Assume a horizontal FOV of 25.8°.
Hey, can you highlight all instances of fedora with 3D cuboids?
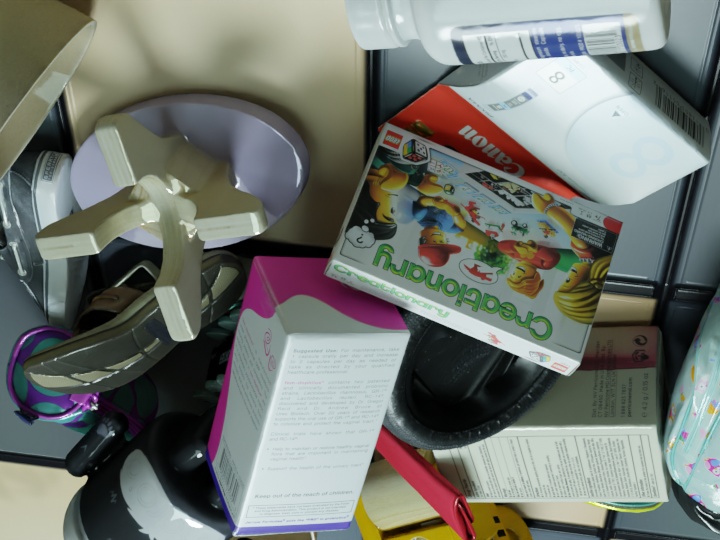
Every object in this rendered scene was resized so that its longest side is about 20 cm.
[{"bbox_3d":[0.083,0.045,1.285,0.200,0.092,0.201,-14,124,-21],"label":"fedora"}]

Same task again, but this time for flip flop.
[{"bbox_3d":[-0.188,0.037,1.300,0.200,0.058,0.081,-34,147,4],"label":"flip flop"}]

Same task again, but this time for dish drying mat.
[{"bbox_3d":[0.035,0.164,1.428,0.018,0.200,0.077,-37,140,-12],"label":"dish drying mat"}]

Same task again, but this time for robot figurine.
[{"bbox_3d":[-0.170,0.201,1.371,0.200,0.150,0.125,-42,148,28],"label":"robot figurine"}]

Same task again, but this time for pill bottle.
[{"bbox_3d":[0.095,-0.191,1.013,0.200,0.111,0.111,-2,139,15],"label":"pill bottle"}]

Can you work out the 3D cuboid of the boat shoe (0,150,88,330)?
[{"bbox_3d":[-0.274,-0.025,1.331,0.068,0.072,0.200,9,142,5],"label":"boat shoe"}]

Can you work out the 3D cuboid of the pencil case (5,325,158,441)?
[{"bbox_3d":[-0.248,0.110,1.425,0.092,0.085,0.200,40,177,16],"label":"pencil case"}]

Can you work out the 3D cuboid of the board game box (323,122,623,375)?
[{"bbox_3d":[0.087,-0.016,1.184,0.200,0.126,0.035,22,155,-3],"label":"board game box"}]

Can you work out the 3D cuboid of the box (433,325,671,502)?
[{"bbox_3d":[0.169,0.128,1.386,0.200,0.109,0.128,-2,141,15],"label":"box"}]

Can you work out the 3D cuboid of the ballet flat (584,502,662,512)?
[{"bbox_3d":[0.191,0.186,1.499,0.200,0.067,0.067,13,162,1],"label":"ballet flat"}]

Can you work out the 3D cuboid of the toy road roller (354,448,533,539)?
[{"bbox_3d":[0.094,0.264,1.586,0.123,0.146,0.200,-20,95,33],"label":"toy road roller"}]

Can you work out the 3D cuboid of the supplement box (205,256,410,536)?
[{"bbox_3d":[-0.045,0.097,1.221,0.103,0.101,0.200,0,126,-22],"label":"supplement box"}]

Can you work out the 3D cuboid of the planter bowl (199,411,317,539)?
[{"bbox_3d":[-0.130,0.218,1.523,0.200,0.135,0.200,5,122,7],"label":"planter bowl"}]

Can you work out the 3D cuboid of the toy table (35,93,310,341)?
[{"bbox_3d":[-0.147,-0.052,1.205,0.200,0.117,0.184,-18,113,25],"label":"toy table"}]

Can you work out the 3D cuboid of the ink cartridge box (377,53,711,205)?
[{"bbox_3d":[0.132,-0.096,1.171,0.160,0.047,0.200,35,134,-27],"label":"ink cartridge box"}]

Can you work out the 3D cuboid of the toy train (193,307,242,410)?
[{"bbox_3d":[-0.075,0.085,1.374,0.114,0.085,0.200,14,166,-14],"label":"toy train"}]

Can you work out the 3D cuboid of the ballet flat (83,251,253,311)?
[{"bbox_3d":[-0.160,0.015,1.364,0.200,0.067,0.064,-20,106,29],"label":"ballet flat"}]

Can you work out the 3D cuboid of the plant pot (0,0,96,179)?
[{"bbox_3d":[-0.322,-0.159,1.116,0.200,0.187,0.187,35,137,-7],"label":"plant pot"}]

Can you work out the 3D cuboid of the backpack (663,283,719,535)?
[{"bbox_3d":[0.321,0.107,1.296,0.126,0.167,0.200,12,135,6],"label":"backpack"}]
